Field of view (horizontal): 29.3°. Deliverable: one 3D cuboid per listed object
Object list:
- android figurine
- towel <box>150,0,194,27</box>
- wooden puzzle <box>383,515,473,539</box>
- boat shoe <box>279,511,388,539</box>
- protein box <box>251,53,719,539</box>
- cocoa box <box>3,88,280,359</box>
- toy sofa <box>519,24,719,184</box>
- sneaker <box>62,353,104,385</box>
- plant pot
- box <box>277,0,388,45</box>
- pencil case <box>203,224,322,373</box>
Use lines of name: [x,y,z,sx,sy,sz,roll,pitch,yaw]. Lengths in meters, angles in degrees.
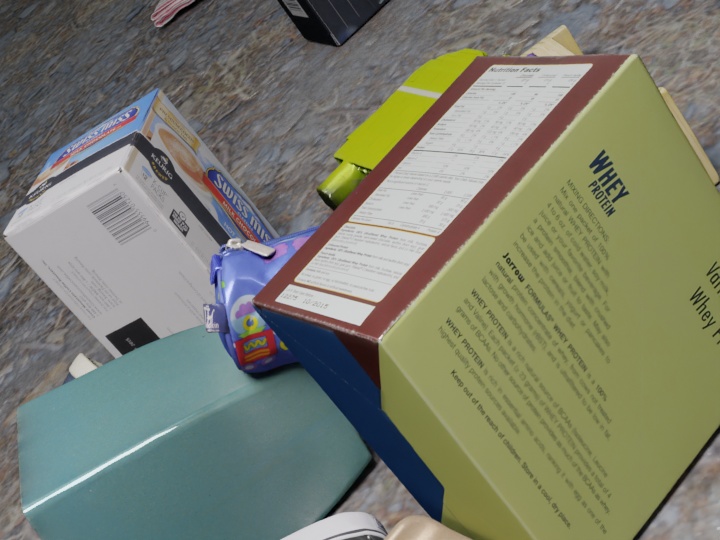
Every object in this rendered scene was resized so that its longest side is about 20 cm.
android figurine: [0.052,-0.123,1.205,0.200,0.041,0.182,-46,26,-12]
towel: [-0.243,-0.456,2.138,0.146,0.030,0.201,-27,26,25]
wooden puzzle: [0.039,0.226,0.680,0.185,0.037,0.199,-49,35,-18]
boat shoe: [-0.064,0.214,0.792,0.198,0.074,0.068,-24,32,-3]
protein box: [0.091,0.023,0.744,0.200,0.199,0.135,-47,28,-17]
cocoa box: [-0.169,-0.020,1.149,0.133,0.200,0.132,-26,28,25]
toy sofa: [0.158,-0.095,0.977,0.097,0.083,0.200,-36,26,3]
sneaker: [-0.193,0.139,1.093,0.085,0.075,0.200,-60,31,-2]
plant pot: [-0.105,0.122,0.918,0.199,0.142,0.141,-31,26,-2]
box: [-0.015,-0.382,1.582,0.200,0.149,0.107,-44,27,-10]
pencil case: [0.000,0.000,0.851,0.198,0.088,0.078,-16,28,-3]
